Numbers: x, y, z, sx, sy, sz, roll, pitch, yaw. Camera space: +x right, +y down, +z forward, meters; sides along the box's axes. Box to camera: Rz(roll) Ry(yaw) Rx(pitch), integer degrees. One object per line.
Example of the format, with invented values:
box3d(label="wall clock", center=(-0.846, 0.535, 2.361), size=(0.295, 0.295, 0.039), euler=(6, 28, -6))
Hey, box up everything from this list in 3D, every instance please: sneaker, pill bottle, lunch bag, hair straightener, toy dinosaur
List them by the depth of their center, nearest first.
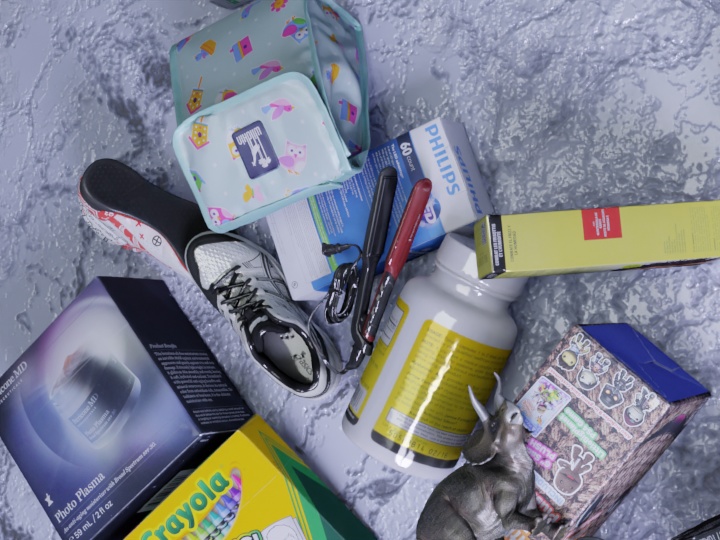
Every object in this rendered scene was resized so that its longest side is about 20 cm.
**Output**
box3d(label="toy dinosaur", center=(0.089, 0.186, 0.949), size=(0.102, 0.077, 0.200), euler=(45, 113, 32))
box3d(label="pill bottle", center=(0.071, 0.073, 1.107), size=(0.111, 0.111, 0.200), euler=(29, 101, 24))
box3d(label="hair straightener", center=(0.000, 0.000, 1.129), size=(0.077, 0.041, 0.201), euler=(23, 108, 21))
box3d(label="lunch bag", center=(-0.082, -0.146, 1.165), size=(0.170, 0.122, 0.201), euler=(-21, 58, 25))
box3d(label="sneaker", center=(-0.092, 0.038, 1.179), size=(0.076, 0.088, 0.200), euler=(-45, 85, 5))
box3d(label="sneaker", center=(-0.198, -0.037, 1.273), size=(0.201, 0.108, 0.067), euler=(34, 73, -10))

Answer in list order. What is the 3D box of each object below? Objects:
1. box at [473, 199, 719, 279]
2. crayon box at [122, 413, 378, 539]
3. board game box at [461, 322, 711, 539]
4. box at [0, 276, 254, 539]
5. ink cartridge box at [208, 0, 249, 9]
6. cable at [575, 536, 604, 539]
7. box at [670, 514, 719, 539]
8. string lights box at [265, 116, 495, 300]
box3d(label="box", center=(0.197, -0.025, 1.021), size=(0.199, 0.075, 0.050), euler=(-3, 85, -3))
box3d(label="crayon box", center=(-0.113, 0.265, 1.191), size=(0.173, 0.058, 0.200), euler=(45, 108, -1))
box3d(label="board game box", center=(0.173, 0.149, 1.026), size=(0.097, 0.159, 0.200), euler=(42, 106, 21))
box3d(label="box", center=(-0.243, 0.144, 1.256), size=(0.200, 0.123, 0.199), euler=(-44, 69, 17))
box3d(label="ink cartridge box", center=(-0.080, -0.371, 1.237), size=(0.200, 0.050, 0.161), euler=(-20, 80, 27))
box3d(label="cable", center=(0.196, 0.278, 1.014), size=(0.097, 0.200, 0.050), euler=(25, 65, 14))
box3d(label="box", center=(0.329, 0.273, 0.939), size=(0.148, 0.124, 0.200), euler=(-39, 71, 46))
box3d(label="string lights box", center=(0.015, -0.054, 1.169), size=(0.200, 0.059, 0.103), euler=(-23, 78, 24))
